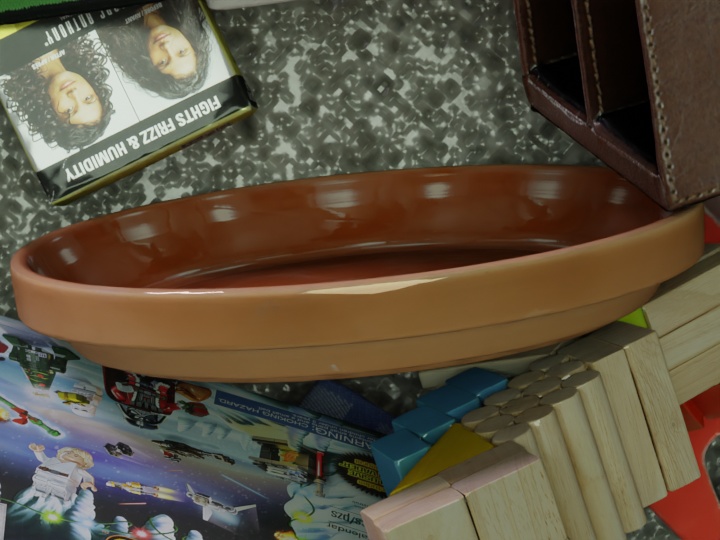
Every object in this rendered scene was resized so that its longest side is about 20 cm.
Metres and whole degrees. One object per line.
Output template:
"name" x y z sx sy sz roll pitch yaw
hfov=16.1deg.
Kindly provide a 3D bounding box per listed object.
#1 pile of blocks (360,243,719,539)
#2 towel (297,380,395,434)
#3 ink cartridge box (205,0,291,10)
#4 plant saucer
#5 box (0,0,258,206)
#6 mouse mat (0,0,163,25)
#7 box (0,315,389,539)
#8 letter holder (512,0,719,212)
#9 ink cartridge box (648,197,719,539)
"pile of blocks" 0.055 0.055 0.722 0.082 0.200 0.062 -8 108 35
"towel" -0.005 0.141 0.749 0.146 0.024 0.200 29 63 13
"ink cartridge box" 0.010 -0.189 0.756 0.144 0.084 0.201 -8 116 -4
"plant saucer" 0.000 0.000 0.735 0.199 0.200 0.032 -7 100 -4
"box" -0.107 -0.125 0.801 0.075 0.050 0.201 -25 91 -1
"mouse mat" -0.125 -0.171 0.748 0.160 0.008 0.201 -4 102 30
"box" -0.078 0.066 0.693 0.199 0.137 0.040 17 114 -5
"letter holder" 0.146 -0.123 0.720 0.199 0.101 0.143 -17 116 -14
"ink cartridge box" 0.167 0.026 0.780 0.174 0.044 0.200 -43 66 -7
